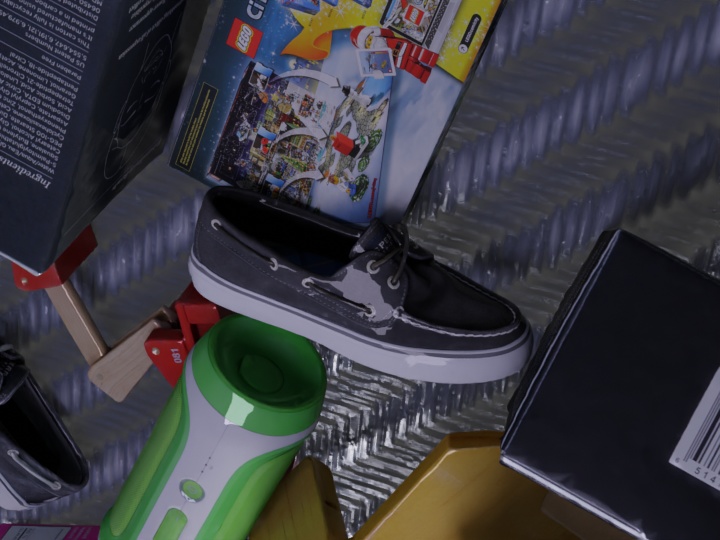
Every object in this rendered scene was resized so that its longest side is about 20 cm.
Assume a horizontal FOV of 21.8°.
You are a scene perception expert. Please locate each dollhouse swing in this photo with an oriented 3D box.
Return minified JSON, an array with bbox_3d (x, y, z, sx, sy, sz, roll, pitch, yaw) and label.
[{"bbox_3d":[0.065,0.161,1.088,0.199,0.182,0.176,33,102,-16],"label":"dollhouse swing"}]

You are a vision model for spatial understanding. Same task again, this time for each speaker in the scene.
[{"bbox_3d":[-0.090,0.117,1.088,0.088,0.089,0.201,32,128,2],"label":"speaker"}]

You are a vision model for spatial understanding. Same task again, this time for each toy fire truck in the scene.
[{"bbox_3d":[-0.125,0.049,1.146,0.140,0.049,0.202,0,121,24],"label":"toy fire truck"}]

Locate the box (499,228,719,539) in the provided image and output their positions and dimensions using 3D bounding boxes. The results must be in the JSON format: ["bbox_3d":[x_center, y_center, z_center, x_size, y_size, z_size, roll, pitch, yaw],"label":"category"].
[{"bbox_3d":[0.180,0.077,0.915,0.199,0.197,0.125,29,92,4],"label":"box"}]

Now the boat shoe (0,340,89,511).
[{"bbox_3d":[-0.244,0.071,1.199,0.067,0.072,0.201,-16,115,33],"label":"boat shoe"}]

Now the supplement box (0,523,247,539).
[{"bbox_3d":[-0.170,0.240,1.255,0.198,0.104,0.102,-2,121,27],"label":"supplement box"}]

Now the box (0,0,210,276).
[{"bbox_3d":[-0.155,-0.129,0.984,0.106,0.149,0.201,27,127,6],"label":"box"}]

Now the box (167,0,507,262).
[{"bbox_3d":[-0.012,-0.109,1.002,0.136,0.038,0.201,29,128,5],"label":"box"}]

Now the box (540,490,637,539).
[{"bbox_3d":[0.197,0.170,0.889,0.200,0.163,0.021,35,97,46],"label":"box"}]

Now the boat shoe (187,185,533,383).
[{"bbox_3d":[0.000,0.000,1.005,0.198,0.070,0.067,19,129,18],"label":"boat shoe"}]
